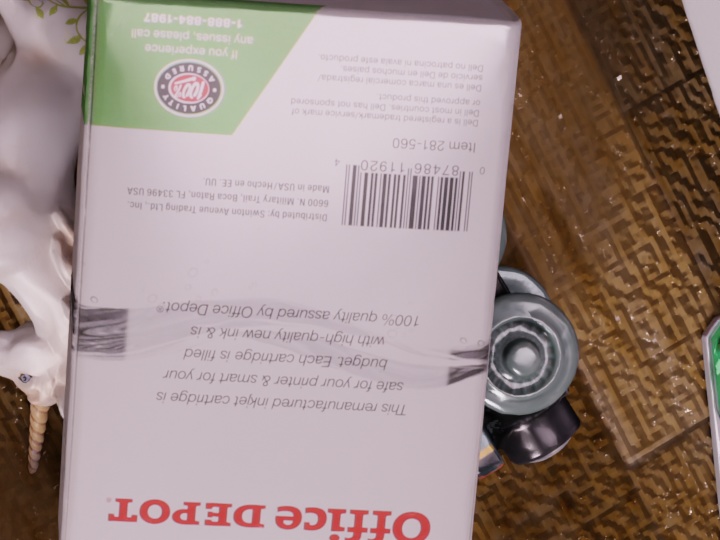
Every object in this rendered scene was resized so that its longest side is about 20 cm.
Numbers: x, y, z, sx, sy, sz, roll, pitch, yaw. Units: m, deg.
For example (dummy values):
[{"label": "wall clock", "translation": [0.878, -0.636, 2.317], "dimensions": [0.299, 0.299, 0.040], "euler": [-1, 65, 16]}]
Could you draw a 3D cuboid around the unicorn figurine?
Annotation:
[{"label": "unicorn figurine", "translation": [-0.135, -0.040, 1.096], "dimensions": [0.137, 0.074, 0.201], "euler": [23, 86, -18]}]

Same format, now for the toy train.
[{"label": "toy train", "translation": [0.000, 0.000, 1.137], "dimensions": [0.114, 0.085, 0.201], "euler": [-32, 103, 1]}]

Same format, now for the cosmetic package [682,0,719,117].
[{"label": "cosmetic package", "translation": [0.228, -0.095, 1.112], "dimensions": [0.166, 0.167, 0.201], "euler": [-15, 99, 28]}]

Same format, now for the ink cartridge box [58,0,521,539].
[{"label": "ink cartridge box", "translation": [-0.029, 0.001, 1.048], "dimensions": [0.145, 0.084, 0.201], "euler": [4, 104, -7]}]

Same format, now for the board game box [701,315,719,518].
[{"label": "board game box", "translation": [0.245, 0.106, 1.232], "dimensions": [0.199, 0.026, 0.201], "euler": [-8, 96, -15]}]
